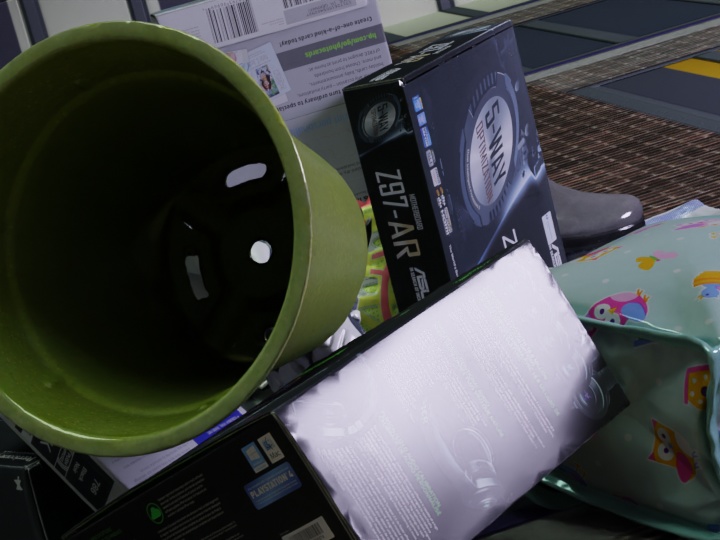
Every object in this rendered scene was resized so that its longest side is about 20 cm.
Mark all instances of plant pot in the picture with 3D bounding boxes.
[{"bbox_3d":[-0.083,-0.014,0.967,0.199,0.202,0.190,-10,-4,20],"label":"plant pot"}]

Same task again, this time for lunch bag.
[{"bbox_3d":[0.149,0.040,0.950,0.170,0.123,0.199,-27,23,-38],"label":"lunch bag"}]

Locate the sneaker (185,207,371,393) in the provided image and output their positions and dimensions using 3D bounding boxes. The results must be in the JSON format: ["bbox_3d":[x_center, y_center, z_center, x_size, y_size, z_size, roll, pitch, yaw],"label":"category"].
[{"bbox_3d":[-0.012,0.018,1.122,0.199,0.080,0.129,33,48,25],"label":"sneaker"}]

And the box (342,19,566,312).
[{"bbox_3d":[0.066,-0.040,1.191,0.043,0.202,0.160,-6,15,31],"label":"box"}]

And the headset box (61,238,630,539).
[{"bbox_3d":[-0.001,0.086,0.853,0.200,0.093,0.174,-32,-1,-45],"label":"headset box"}]

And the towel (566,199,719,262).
[{"bbox_3d":[0.217,-0.008,1.281,0.146,0.024,0.200,-20,14,-16],"label":"towel"}]

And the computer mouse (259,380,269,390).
[{"bbox_3d":[-0.159,0.082,1.287,0.199,0.053,0.138,-8,7,-25],"label":"computer mouse"}]

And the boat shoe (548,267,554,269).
[{"bbox_3d":[0.166,0.024,1.096,0.200,0.072,0.070,-1,19,46],"label":"boat shoe"}]

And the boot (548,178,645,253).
[{"bbox_3d":[0.100,-0.081,1.318,0.198,0.133,0.070,-1,10,-2],"label":"boot"}]

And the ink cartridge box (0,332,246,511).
[{"bbox_3d":[-0.102,0.097,1.006,0.200,0.039,0.099,41,40,20],"label":"ink cartridge box"}]

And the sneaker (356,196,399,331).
[{"bbox_3d":[0.000,0.000,1.229,0.078,0.090,0.201,-19,34,49],"label":"sneaker"}]

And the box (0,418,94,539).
[{"bbox_3d":[-0.197,0.116,1.113,0.199,0.079,0.141,-2,16,42],"label":"box"}]

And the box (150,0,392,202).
[{"bbox_3d":[-0.047,-0.105,1.351,0.155,0.201,0.041,-17,12,-8],"label":"box"}]
